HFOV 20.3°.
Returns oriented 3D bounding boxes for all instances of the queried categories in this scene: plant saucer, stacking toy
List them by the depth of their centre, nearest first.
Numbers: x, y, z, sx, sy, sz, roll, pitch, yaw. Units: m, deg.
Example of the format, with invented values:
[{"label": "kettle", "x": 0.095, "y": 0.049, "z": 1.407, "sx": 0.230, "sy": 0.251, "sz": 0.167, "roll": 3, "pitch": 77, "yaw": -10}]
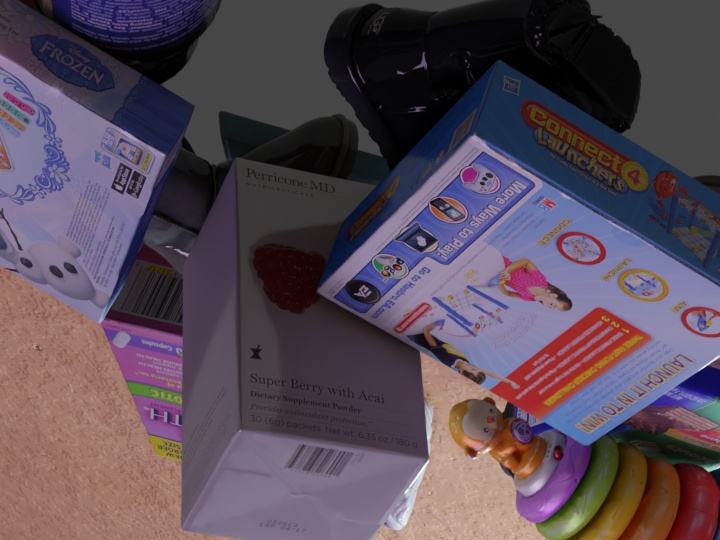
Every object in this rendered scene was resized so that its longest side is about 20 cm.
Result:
[{"label": "stacking toy", "x": 0.139, "y": 0.138, "z": 1.278, "sx": 0.199, "sy": 0.117, "sz": 0.110, "roll": 34, "pitch": 147, "yaw": -15}, {"label": "plant saucer", "x": -0.004, "y": -0.060, "z": 1.371, "sx": 0.198, "sy": 0.019, "sz": 0.070, "roll": 17, "pitch": 156, "yaw": 10}]

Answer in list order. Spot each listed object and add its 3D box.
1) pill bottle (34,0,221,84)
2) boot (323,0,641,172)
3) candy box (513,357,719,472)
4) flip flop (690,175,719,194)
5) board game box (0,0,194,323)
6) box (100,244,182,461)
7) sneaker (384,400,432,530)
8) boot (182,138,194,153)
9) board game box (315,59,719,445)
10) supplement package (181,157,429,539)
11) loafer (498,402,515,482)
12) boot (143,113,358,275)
[{"label": "pill bottle", "x": -0.126, "y": -0.181, "z": 1.091, "sx": 0.111, "sy": 0.113, "sz": 0.200, "roll": 19, "pitch": 156, "yaw": 2}, {"label": "boot", "x": 0.091, "y": -0.084, "z": 1.165, "sx": 0.167, "sy": 0.077, "sz": 0.200, "roll": 4, "pitch": 145, "yaw": 42}, {"label": "candy box", "x": 0.218, "y": 0.086, "z": 1.316, "sx": 0.168, "sy": 0.078, "sz": 0.200, "roll": 19, "pitch": 159, "yaw": -21}, {"label": "flip flop", "x": 0.188, "y": -0.021, "z": 1.244, "sx": 0.198, "sy": 0.058, "sz": 0.081, "roll": 10, "pitch": 154, "yaw": 25}, {"label": "board game box", "x": -0.208, "y": -0.078, "z": 1.158, "sx": 0.198, "sy": 0.044, "sz": 0.200, "roll": 30, "pitch": 146, "yaw": -2}, {"label": "box", "x": -0.091, "y": 0.075, "z": 1.594, "sx": 0.174, "sy": 0.097, "sz": 0.201, "roll": 12, "pitch": 147, "yaw": 19}, {"label": "sneaker", "x": 0.001, "y": 0.157, "z": 1.767, "sx": 0.113, "sy": 0.076, "sz": 0.201, "roll": 18, "pitch": 150, "yaw": 8}, {"label": "boot", "x": -0.193, "y": -0.051, "z": 1.457, "sx": 0.198, "sy": 0.077, "sz": 0.168, "roll": 4, "pitch": 161, "yaw": 13}, {"label": "board game box", "x": 0.104, "y": -0.002, "z": 1.131, "sx": 0.195, "sy": 0.056, "sz": 0.200, "roll": 30, "pitch": 145, "yaw": -13}, {"label": "supplement package", "x": -0.039, "y": 0.052, "z": 1.232, "sx": 0.120, "sy": 0.202, "sz": 0.120, "roll": 10, "pitch": 141, "yaw": -18}, {"label": "loafer", "x": 0.128, "y": 0.126, "z": 1.460, "sx": 0.071, "sy": 0.063, "sz": 0.200, "roll": 30, "pitch": -160, "yaw": -5}, {"label": "boot", "x": -0.125, "y": -0.073, "z": 1.284, "sx": 0.199, "sy": 0.073, "sz": 0.182, "roll": 33, "pitch": 117, "yaw": -31}]
